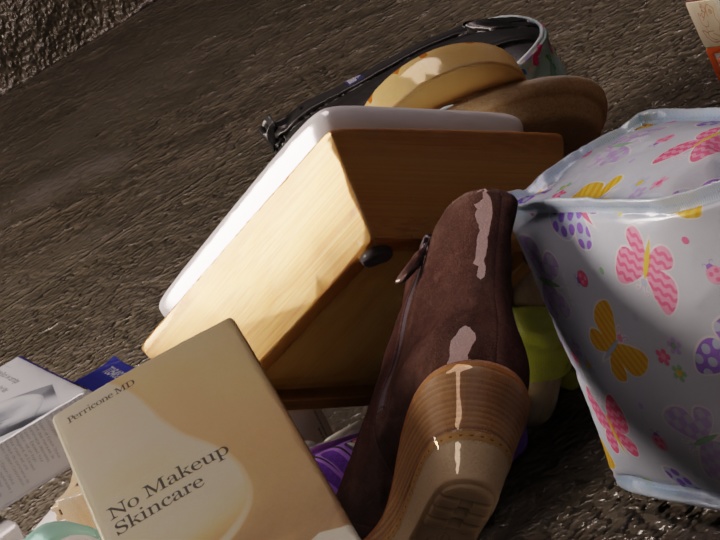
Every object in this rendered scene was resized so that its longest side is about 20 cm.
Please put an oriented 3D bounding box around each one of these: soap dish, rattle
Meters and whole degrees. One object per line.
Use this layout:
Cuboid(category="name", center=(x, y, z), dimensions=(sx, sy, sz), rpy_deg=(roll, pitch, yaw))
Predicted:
Cuboid(category="soap dish", center=(0.000, 0.000, 1.283), dimensions=(0.156, 0.082, 0.200), rpy_deg=(-1, -33, -39))
Cuboid(category="rattle", center=(0.122, 0.024, 1.388), dimensions=(0.142, 0.131, 0.200), rpy_deg=(-19, -12, -10))

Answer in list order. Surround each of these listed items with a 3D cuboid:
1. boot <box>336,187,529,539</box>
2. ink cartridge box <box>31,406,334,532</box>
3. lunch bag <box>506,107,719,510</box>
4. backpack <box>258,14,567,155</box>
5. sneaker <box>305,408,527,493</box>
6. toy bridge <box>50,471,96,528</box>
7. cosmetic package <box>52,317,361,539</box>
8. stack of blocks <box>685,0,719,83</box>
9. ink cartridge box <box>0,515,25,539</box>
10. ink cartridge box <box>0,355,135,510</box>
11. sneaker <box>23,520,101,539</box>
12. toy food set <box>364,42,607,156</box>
Cuboid(category="boot", center=(0.028, 0.077, 1.167), dimensions=(0.200, 0.072, 0.167), rpy_deg=(125, 157, -48))
Cuboid(category="ink cartridge box", center=(-0.102, 0.155, 1.304), dimensions=(0.144, 0.085, 0.200), rpy_deg=(-19, 17, 26))
Cuboid(category="lunch bag", center=(0.179, 0.017, 1.132), dimensions=(0.127, 0.171, 0.200), rpy_deg=(-29, 13, -20))
Cuboid(category="backpack", center=(0.056, -0.086, 1.675), dimensions=(0.199, 0.151, 0.178), rpy_deg=(-35, 18, -4))
Cuboid(category="sneaker", center=(0.013, 0.113, 1.259), dimensions=(0.083, 0.081, 0.200), rpy_deg=(-2, 26, 43))
Cuboid(category="toy bridge", center=(-0.112, 0.087, 1.328), dimensions=(0.067, 0.027, 0.200), rpy_deg=(-19, 16, 32))
Cuboid(category="cosmetic package", center=(-0.058, 0.117, 1.088), dimensions=(0.105, 0.071, 0.200), rpy_deg=(-30, 36, -5))
Cuboid(category="stack of blocks", center=(0.255, -0.099, 1.309), dimensions=(0.058, 0.201, 0.115), rpy_deg=(-34, 17, -27))
Cuboid(category="ink cartridge box", center=(-0.277, 0.220, 1.382), dimensions=(0.199, 0.084, 0.145), rpy_deg=(-32, 16, -20))
Cuboid(category="ink cartridge box", center=(-0.212, 0.096, 1.450), dimensions=(0.199, 0.041, 0.199), rpy_deg=(-30, 13, -16))
Cuboid(category="sneaker", center=(-0.133, 0.231, 1.141), dimensions=(0.201, 0.139, 0.078), rpy_deg=(-64, -22, -3))
Cuboid(category="toy food set", center=(0.047, -0.057, 1.386), dimensions=(0.199, 0.049, 0.198), rpy_deg=(-5, -29, -48))
